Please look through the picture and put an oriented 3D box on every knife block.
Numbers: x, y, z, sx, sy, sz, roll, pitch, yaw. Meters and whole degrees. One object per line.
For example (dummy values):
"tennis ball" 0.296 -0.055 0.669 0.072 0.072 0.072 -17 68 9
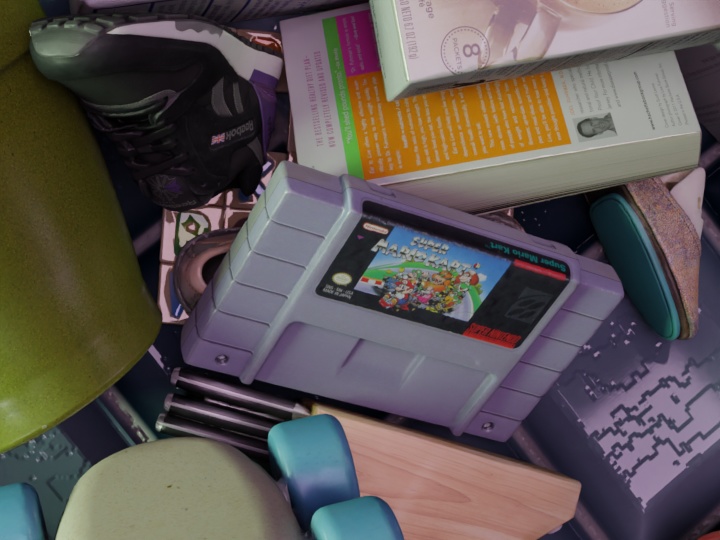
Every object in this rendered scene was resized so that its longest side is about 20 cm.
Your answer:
"knife block" -0.006 0.099 0.806 0.200 0.064 0.176 -29 95 -8

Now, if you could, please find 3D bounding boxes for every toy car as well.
"toy car" -0.073 0.196 0.698 0.184 0.177 0.201 -12 111 -12

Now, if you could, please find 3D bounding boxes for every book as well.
"book" 0.063 -0.097 0.779 0.199 0.048 0.134 -11 57 3

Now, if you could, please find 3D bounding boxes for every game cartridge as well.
"game cartridge" 0.023 0.022 0.769 0.199 0.130 0.038 16 42 -24

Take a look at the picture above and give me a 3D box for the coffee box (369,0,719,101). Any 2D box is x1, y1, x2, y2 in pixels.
"coffee box" 0.104 -0.156 0.711 0.199 0.080 0.113 -11 91 -6

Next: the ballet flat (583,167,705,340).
"ballet flat" 0.153 -0.058 0.837 0.067 0.068 0.200 -32 96 -12

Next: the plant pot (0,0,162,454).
"plant pot" -0.198 -0.019 0.724 0.200 0.200 0.193 -34 107 -9

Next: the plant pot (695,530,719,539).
"plant pot" 0.281 0.234 0.801 0.177 0.200 0.201 -1 89 -21

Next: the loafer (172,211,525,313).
"loafer" 0.000 0.000 0.803 0.199 0.063 0.072 -6 89 -10

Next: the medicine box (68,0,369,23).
"medicine box" -0.065 -0.229 0.778 0.199 0.103 0.183 -10 91 -14

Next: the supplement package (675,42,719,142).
"supplement package" 0.265 -0.110 0.831 0.200 0.117 0.117 45 83 -7

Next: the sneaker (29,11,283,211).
"sneaker" -0.090 -0.073 0.726 0.075 0.200 0.088 2 90 21

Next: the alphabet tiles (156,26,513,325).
"alphabet tiles" -0.010 -0.047 0.837 0.199 0.008 0.168 4 88 -9
